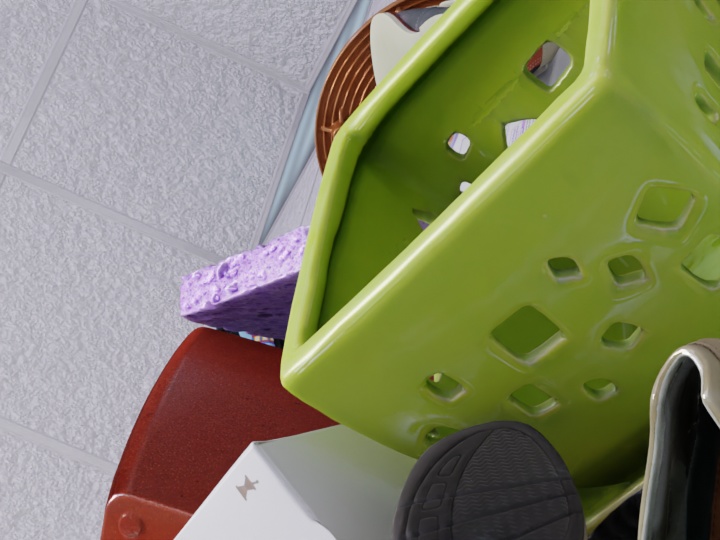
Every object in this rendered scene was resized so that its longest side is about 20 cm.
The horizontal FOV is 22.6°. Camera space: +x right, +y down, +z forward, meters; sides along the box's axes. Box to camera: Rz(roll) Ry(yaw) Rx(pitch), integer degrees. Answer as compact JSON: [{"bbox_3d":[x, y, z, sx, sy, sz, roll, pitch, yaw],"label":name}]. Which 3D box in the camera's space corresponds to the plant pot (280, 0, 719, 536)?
[{"bbox_3d":[0.102,-0.016,0.759,0.199,0.181,0.201,-43,19,31],"label":"plant pot"}]

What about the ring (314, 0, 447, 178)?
[{"bbox_3d":[0.068,-0.094,1.208,0.019,0.198,0.202,-105,37,-61],"label":"ring"}]

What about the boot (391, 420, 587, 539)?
[{"bbox_3d":[0.068,0.168,0.655,0.201,0.072,0.152,-105,-3,-51],"label":"boot"}]

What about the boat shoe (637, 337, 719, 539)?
[{"bbox_3d":[0.118,0.122,0.597,0.074,0.068,0.203,-13,69,48],"label":"boat shoe"}]

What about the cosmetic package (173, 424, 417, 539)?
[{"bbox_3d":[0.017,0.125,0.785,0.085,0.108,0.199,-49,-22,25],"label":"cosmetic package"}]

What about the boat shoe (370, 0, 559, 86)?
[{"bbox_3d":[0.056,-0.129,1.078,0.200,0.062,0.072,-175,69,-73],"label":"boat shoe"}]

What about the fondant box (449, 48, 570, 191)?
[{"bbox_3d":[0.077,-0.060,1.093,0.200,0.058,0.145,-39,26,43],"label":"fondant box"}]

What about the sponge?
[{"bbox_3d":[0.000,0.000,1.008,0.199,0.111,0.030,-20,66,43],"label":"sponge"}]

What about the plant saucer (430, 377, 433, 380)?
[{"bbox_3d":[0.056,0.069,1.189,0.200,0.036,0.201,98,-165,-64],"label":"plant saucer"}]

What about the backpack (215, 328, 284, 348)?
[{"bbox_3d":[-0.034,0.126,1.333,0.201,0.180,0.136,-80,-8,-47],"label":"backpack"}]

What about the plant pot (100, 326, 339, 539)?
[{"bbox_3d":[-0.050,0.169,0.972,0.176,0.198,0.202,-35,-42,-69],"label":"plant pot"}]

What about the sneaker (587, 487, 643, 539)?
[{"bbox_3d":[0.126,0.120,0.722,0.200,0.070,0.090,-44,-13,36],"label":"sneaker"}]
